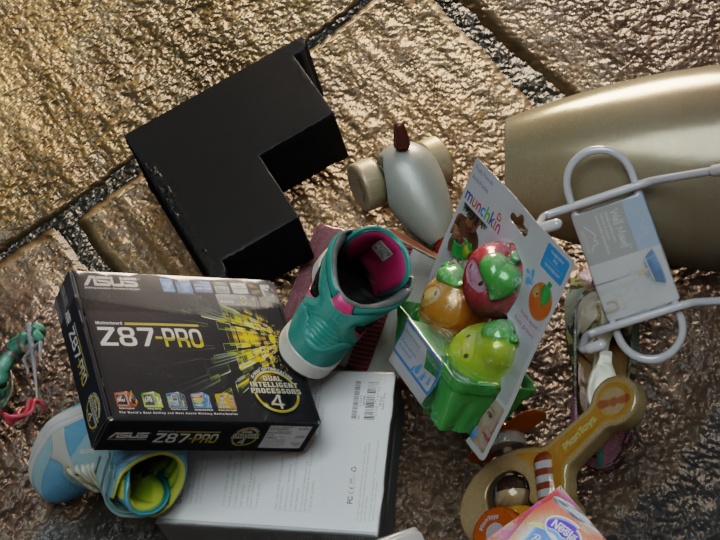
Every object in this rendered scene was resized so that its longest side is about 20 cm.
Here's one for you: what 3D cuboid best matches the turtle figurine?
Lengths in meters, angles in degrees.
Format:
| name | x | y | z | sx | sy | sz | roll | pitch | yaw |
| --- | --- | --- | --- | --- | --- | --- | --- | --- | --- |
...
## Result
| name | x | y | z | sx | sy | sz | roll | pitch | yaw |
| --- | --- | --- | --- | --- | --- | --- | --- | --- | --- |
| turtle figurine | -0.369 | 0.085 | 1.737 | 0.149 | 0.101 | 0.200 | -17 | 45 | -16 |

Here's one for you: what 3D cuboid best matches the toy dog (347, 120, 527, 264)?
| name | x | y | z | sx | sy | sz | roll | pitch | yaw |
| --- | --- | --- | --- | --- | --- | --- | --- | --- | --- |
| toy dog | 0.068 | -0.065 | 1.731 | 0.200 | 0.096 | 0.132 | 36 | 63 | 26 |

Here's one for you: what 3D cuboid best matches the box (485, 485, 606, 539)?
| name | x | y | z | sx | sy | sz | roll | pitch | yaw |
| --- | --- | --- | --- | --- | --- | --- | --- | --- | --- |
| box | 0.157 | 0.271 | 1.497 | 0.102 | 0.200 | 0.095 | -34 | 61 | -10 |

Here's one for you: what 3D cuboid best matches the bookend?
| name | x | y | z | sx | sy | sz | roll | pitch | yaw |
| --- | --- | --- | --- | --- | --- | --- | --- | --- | --- |
| bookend | -0.087 | -0.086 | 1.768 | 0.200 | 0.092 | 0.199 | -31 | 59 | -7 |

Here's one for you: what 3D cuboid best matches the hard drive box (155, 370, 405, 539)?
| name | x | y | z | sx | sy | sz | roll | pitch | yaw |
| --- | --- | --- | --- | --- | --- | --- | --- | --- | --- |
| hard drive box | -0.068 | 0.170 | 1.656 | 0.199 | 0.077 | 0.156 | 3 | 63 | 10 |

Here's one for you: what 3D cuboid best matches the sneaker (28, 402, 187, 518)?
| name | x | y | z | sx | sy | sz | roll | pitch | yaw |
| --- | --- | --- | --- | --- | --- | --- | --- | --- | --- |
| sneaker | -0.224 | 0.178 | 1.626 | 0.200 | 0.079 | 0.131 | -40 | 39 | 31 |

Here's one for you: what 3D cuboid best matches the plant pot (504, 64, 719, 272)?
| name | x | y | z | sx | sy | sz | roll | pitch | yaw |
| --- | --- | --- | --- | --- | --- | --- | --- | --- | --- |
| plant pot | 0.229 | -0.092 | 1.672 | 0.199 | 0.187 | 0.188 | 1 | 63 | 5 |

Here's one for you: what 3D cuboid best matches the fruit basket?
| name | x | y | z | sx | sy | sz | roll | pitch | yaw |
| --- | --- | --- | --- | --- | --- | --- | --- | --- | --- |
| fruit basket | 0.098 | 0.031 | 1.597 | 0.093 | 0.201 | 0.185 | 2 | 31 | -27 |

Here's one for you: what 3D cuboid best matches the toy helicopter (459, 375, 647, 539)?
| name | x | y | z | sx | sy | sz | roll | pitch | yaw |
| --- | --- | --- | --- | --- | --- | --- | --- | --- | --- |
| toy helicopter | 0.163 | 0.161 | 1.598 | 0.200 | 0.079 | 0.132 | -45 | 46 | 12 |

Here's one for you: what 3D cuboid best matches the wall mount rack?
| name | x | y | z | sx | sy | sz | roll | pitch | yaw |
| --- | --- | --- | --- | --- | --- | --- | --- | --- | --- |
| wall mount rack | 0.248 | -0.013 | 1.568 | 0.173 | 0.075 | 0.201 | -18 | 101 | 16 |

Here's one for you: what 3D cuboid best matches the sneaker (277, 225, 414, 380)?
| name | x | y | z | sx | sy | sz | roll | pitch | yaw |
| --- | --- | --- | --- | --- | --- | --- | --- | --- | --- |
| sneaker | 0.000 | 0.000 | 1.647 | 0.084 | 0.121 | 0.200 | 37 | 35 | -8 |

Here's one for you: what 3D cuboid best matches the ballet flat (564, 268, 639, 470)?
| name | x | y | z | sx | sy | sz | roll | pitch | yaw |
| --- | --- | --- | --- | --- | --- | --- | --- | --- | --- |
| ballet flat | 0.217 | 0.078 | 1.661 | 0.069 | 0.071 | 0.201 | 3 | 63 | 3 |

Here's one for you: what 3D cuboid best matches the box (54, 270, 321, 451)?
| name | x | y | z | sx | sy | sz | roll | pitch | yaw |
| --- | --- | --- | --- | --- | --- | --- | --- | --- | --- |
| box | -0.148 | 0.079 | 1.589 | 0.199 | 0.049 | 0.162 | 4 | 46 | -29 |

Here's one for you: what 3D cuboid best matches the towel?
| name | x | y | z | sx | sy | sz | roll | pitch | yaw |
| --- | --- | --- | --- | --- | --- | --- | --- | --- | --- |
| towel | 0.030 | 0.039 | 1.741 | 0.199 | 0.023 | 0.144 | 14 | 64 | 14 |

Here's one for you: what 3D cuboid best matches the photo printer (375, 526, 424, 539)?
| name | x | y | z | sx | sy | sz | roll | pitch | yaw |
| --- | --- | --- | --- | --- | --- | --- | --- | --- | --- |
| photo printer | 0.006 | 0.328 | 1.516 | 0.166 | 0.069 | 0.201 | -14 | 81 | -29 |
